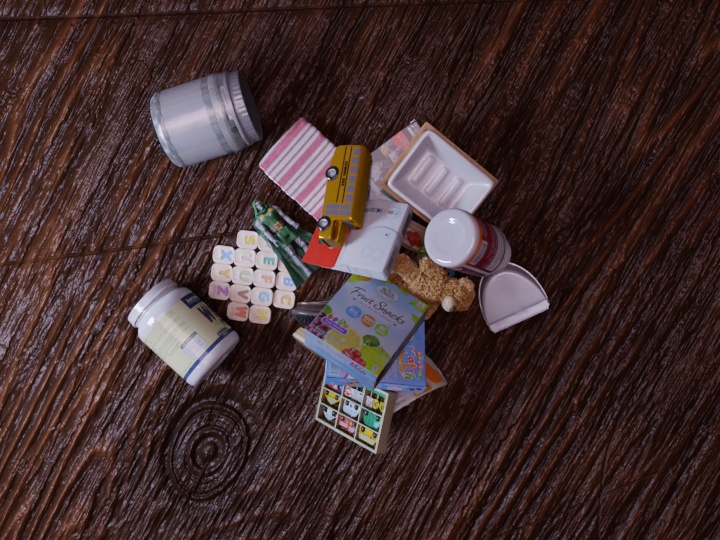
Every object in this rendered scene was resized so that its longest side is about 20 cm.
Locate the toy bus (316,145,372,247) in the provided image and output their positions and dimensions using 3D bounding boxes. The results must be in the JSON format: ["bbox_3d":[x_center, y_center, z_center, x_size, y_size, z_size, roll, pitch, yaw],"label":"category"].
[{"bbox_3d":[-0.031,-0.148,1.262,0.078,0.065,0.201,3,75,18],"label":"toy bus"}]

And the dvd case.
[{"bbox_3d":[0.079,-0.206,1.345,0.200,0.022,0.146,-36,90,3],"label":"dvd case"}]

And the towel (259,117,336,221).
[{"bbox_3d":[-0.104,-0.214,1.341,0.200,0.030,0.146,43,92,7],"label":"towel"}]

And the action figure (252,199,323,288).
[{"bbox_3d":[-0.162,-0.075,1.342,0.200,0.055,0.118,46,71,-1],"label":"action figure"}]

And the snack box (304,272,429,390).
[{"bbox_3d":[0.013,0.107,1.234,0.168,0.068,0.200,31,54,14],"label":"snack box"}]

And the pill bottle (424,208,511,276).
[{"bbox_3d":[0.220,-0.048,1.234,0.113,0.200,0.114,-7,77,34],"label":"pill bottle"}]

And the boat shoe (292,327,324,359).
[{"bbox_3d":[-0.051,0.160,1.334,0.199,0.074,0.069,22,73,23],"label":"boat shoe"}]

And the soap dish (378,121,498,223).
[{"bbox_3d":[0.158,-0.183,1.288,0.200,0.081,0.158,35,99,-15],"label":"soap dish"}]

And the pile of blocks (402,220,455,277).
[{"bbox_3d":[0.159,-0.023,1.318,0.082,0.062,0.200,-39,98,-9],"label":"pile of blocks"}]

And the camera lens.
[{"bbox_3d":[-0.320,-0.312,1.291,0.199,0.160,0.161,-16,92,4],"label":"camera lens"}]

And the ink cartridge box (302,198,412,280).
[{"bbox_3d":[-0.011,-0.076,1.283,0.199,0.047,0.161,13,67,22],"label":"ink cartridge box"}]

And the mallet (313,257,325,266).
[{"bbox_3d":[0.000,0.000,1.333,0.199,0.041,0.066,-3,97,-9],"label":"mallet"}]

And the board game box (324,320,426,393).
[{"bbox_3d":[0.031,0.163,1.263,0.199,0.037,0.152,6,56,-5],"label":"board game box"}]

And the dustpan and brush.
[{"bbox_3d":[0.298,0.013,1.333,0.139,0.057,0.201,-26,98,14],"label":"dustpan and brush"}]

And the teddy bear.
[{"bbox_3d":[0.131,0.035,1.273,0.200,0.067,0.145,35,122,3],"label":"teddy bear"}]

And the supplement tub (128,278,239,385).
[{"bbox_3d":[-0.374,0.129,1.324,0.200,0.145,0.145,42,94,0],"label":"supplement tub"}]

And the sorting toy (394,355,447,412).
[{"bbox_3d":[0.052,0.215,1.343,0.200,0.107,0.180,-33,72,4],"label":"sorting toy"}]

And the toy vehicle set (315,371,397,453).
[{"bbox_3d":[-0.013,0.285,1.305,0.200,0.026,0.125,14,94,47],"label":"toy vehicle set"}]

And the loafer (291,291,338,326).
[{"bbox_3d":[-0.048,0.082,1.351,0.199,0.073,0.071,0,60,3],"label":"loafer"}]

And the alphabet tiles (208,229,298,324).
[{"bbox_3d":[-0.235,0.015,1.376,0.194,0.015,0.201,9,93,2],"label":"alphabet tiles"}]
